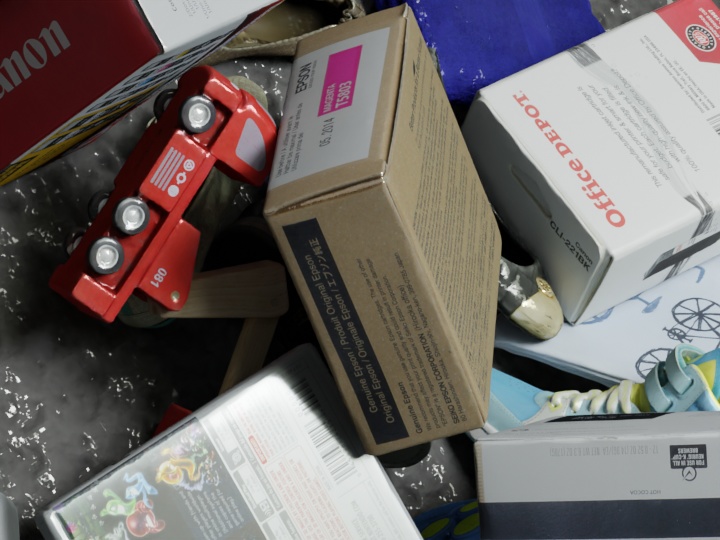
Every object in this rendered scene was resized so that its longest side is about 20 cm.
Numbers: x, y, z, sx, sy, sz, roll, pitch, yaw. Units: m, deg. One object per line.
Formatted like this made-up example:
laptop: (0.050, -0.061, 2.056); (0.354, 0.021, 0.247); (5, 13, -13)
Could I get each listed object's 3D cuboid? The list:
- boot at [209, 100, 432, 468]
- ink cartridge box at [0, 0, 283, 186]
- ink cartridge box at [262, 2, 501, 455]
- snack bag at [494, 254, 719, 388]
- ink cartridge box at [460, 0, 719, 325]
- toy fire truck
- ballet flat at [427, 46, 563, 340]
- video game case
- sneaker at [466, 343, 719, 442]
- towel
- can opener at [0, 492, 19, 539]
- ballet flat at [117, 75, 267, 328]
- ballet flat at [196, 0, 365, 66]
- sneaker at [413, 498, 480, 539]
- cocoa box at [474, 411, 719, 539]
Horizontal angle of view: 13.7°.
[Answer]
boot: (0.000, 0.000, 1.791); (0.200, 0.069, 0.174); (55, 32, -14)
ink cartridge box: (-0.159, -0.119, 1.603); (0.175, 0.200, 0.084); (-31, 89, -49)
ink cartridge box: (0.016, -0.025, 1.645); (0.200, 0.075, 0.165); (-80, 150, -58)
snack bag: (0.202, 0.028, 1.910); (0.199, 0.022, 0.189); (17, 36, 20)
ink cartridge box: (0.177, -0.073, 1.916); (0.199, 0.084, 0.145); (-24, 66, -31)
toy fire truck: (-0.089, 0.007, 1.627); (0.141, 0.049, 0.201); (36, 82, -24)
ballet flat: (0.069, -0.046, 1.856); (0.201, 0.057, 0.066); (58, 16, 4)
video game case: (-0.051, 0.169, 1.600); (0.181, 0.023, 0.201); (-32, 97, -24)
sneaker: (0.158, 0.080, 1.799); (0.199, 0.131, 0.079); (30, 22, 14)
towel: (0.085, -0.167, 1.990); (0.199, 0.049, 0.148); (3, 61, -45)
can opener: (-0.186, 0.211, 1.500); (0.066, 0.052, 0.201); (52, 27, -65)
ballet flat: (-0.101, -0.055, 1.715); (0.062, 0.067, 0.201); (58, 34, -38)
ballet flat: (-0.069, -0.155, 1.829); (0.199, 0.046, 0.068); (1, 65, -44)
sneaker: (0.053, 0.195, 1.731); (0.200, 0.070, 0.083); (-51, 124, -49)
cocoa box: (0.180, 0.149, 1.671); (0.133, 0.199, 0.132); (-8, 94, -63)
